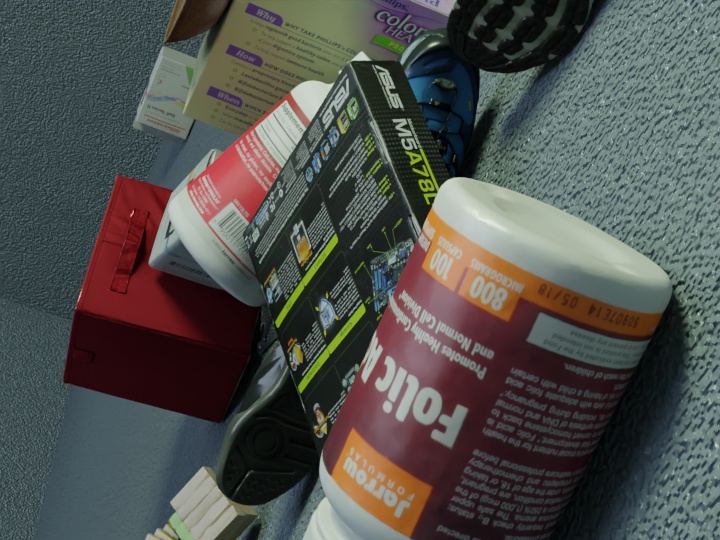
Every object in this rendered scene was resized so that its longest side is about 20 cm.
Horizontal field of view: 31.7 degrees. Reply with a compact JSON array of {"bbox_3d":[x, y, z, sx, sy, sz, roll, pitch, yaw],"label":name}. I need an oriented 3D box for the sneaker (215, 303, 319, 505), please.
[{"bbox_3d":[-0.056,0.087,1.010,0.200,0.076,0.114,-66,14,3],"label":"sneaker"}]

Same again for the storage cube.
[{"bbox_3d":[-0.201,0.035,1.341,0.200,0.179,0.172,120,163,-55],"label":"storage cube"}]

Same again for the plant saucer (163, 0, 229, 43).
[{"bbox_3d":[-0.111,-0.276,1.050,0.200,0.036,0.201,-159,90,-75],"label":"plant saucer"}]

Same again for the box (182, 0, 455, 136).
[{"bbox_3d":[-0.033,-0.200,1.087,0.097,0.175,0.200,-84,20,-44],"label":"box"}]

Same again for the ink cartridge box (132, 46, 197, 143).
[{"bbox_3d":[-0.401,-0.358,2.683,0.067,0.117,0.201,-102,35,-59],"label":"ink cartridge box"}]

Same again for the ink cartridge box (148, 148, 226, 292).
[{"bbox_3d":[-0.102,-0.032,1.178,0.200,0.145,0.083,157,131,-69],"label":"ink cartridge box"}]

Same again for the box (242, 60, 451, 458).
[{"bbox_3d":[0.000,0.000,0.824,0.200,0.047,0.194,-53,53,48],"label":"box"}]

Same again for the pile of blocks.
[{"bbox_3d":[-0.147,0.272,1.100,0.082,0.062,0.201,19,87,33],"label":"pile of blocks"}]

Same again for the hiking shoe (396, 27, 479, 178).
[{"bbox_3d":[0.046,-0.063,0.869,0.087,0.074,0.201,-125,46,-63],"label":"hiking shoe"}]

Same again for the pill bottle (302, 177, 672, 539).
[{"bbox_3d":[0.049,0.070,0.581,0.114,0.114,0.201,-117,49,-70],"label":"pill bottle"}]

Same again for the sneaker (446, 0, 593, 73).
[{"bbox_3d":[0.125,-0.204,0.776,0.200,0.077,0.089,-50,11,40],"label":"sneaker"}]

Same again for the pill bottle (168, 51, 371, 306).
[{"bbox_3d":[-0.045,-0.075,1.000,0.200,0.112,0.112,-41,21,7],"label":"pill bottle"}]
